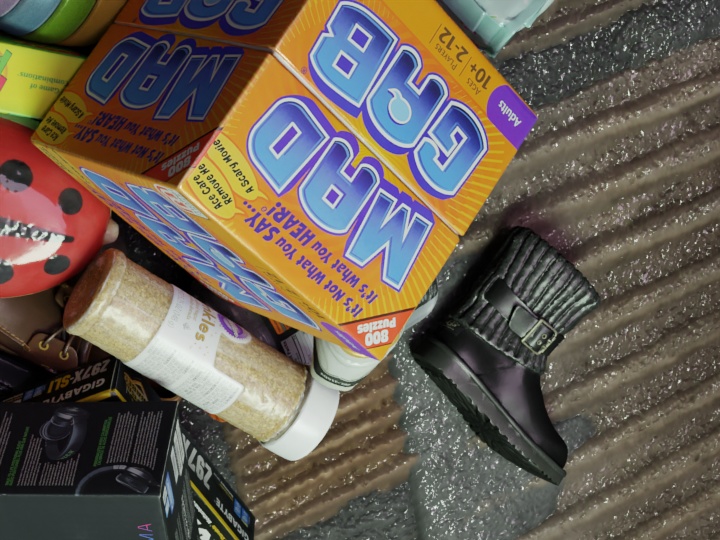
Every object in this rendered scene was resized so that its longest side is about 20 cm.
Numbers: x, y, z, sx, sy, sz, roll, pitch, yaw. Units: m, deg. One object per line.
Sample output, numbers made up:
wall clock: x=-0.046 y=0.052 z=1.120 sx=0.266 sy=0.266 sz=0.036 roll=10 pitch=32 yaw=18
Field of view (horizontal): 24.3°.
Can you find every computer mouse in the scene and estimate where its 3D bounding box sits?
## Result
computer mouse: x=-0.289 y=0.074 z=1.223 sx=0.200 sy=0.034 sz=0.059 roll=26 pitch=90 yaw=-35

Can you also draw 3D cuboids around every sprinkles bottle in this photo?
sprinkles bottle: x=-0.111 y=0.061 z=1.186 sx=0.200 sy=0.068 sz=0.068 roll=33 pitch=85 yaw=-23

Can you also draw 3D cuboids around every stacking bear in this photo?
stacking bear: x=-0.199 y=-0.204 z=1.159 sx=0.200 sy=0.114 sz=0.122 roll=16 pitch=95 yaw=-40

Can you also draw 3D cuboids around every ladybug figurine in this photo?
ladybug figurine: x=-0.262 y=-0.043 z=1.143 sx=0.200 sy=0.072 sz=0.136 roll=7 pitch=104 yaw=-17

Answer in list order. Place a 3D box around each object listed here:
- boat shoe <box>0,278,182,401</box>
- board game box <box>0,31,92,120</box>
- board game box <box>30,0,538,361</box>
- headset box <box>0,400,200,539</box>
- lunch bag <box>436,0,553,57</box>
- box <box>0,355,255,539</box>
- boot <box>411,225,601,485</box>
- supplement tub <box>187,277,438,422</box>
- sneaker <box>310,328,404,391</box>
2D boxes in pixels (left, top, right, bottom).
boat shoe: x=-0.212 y=0.043 z=1.228 sx=0.200 sy=0.068 sz=0.072 roll=35 pitch=72 yaw=-22
board game box: x=-0.284 y=-0.142 z=1.121 sx=0.200 sy=0.102 sz=0.048 roll=8 pitch=101 yaw=-34
board game box: x=-0.050 y=-0.094 z=1.108 sx=0.200 sy=0.200 sz=0.200 roll=42 pitch=75 yaw=-36
headset box: x=-0.221 y=0.183 z=1.171 sx=0.200 sy=0.093 sz=0.174 roll=0 pitch=129 yaw=4
lunch bag: x=0.070 y=-0.244 z=1.201 sx=0.170 sy=0.200 sz=0.122 roll=43 pitch=116 yaw=-2
box: x=-0.194 y=0.165 z=1.246 sx=0.159 sy=0.049 sz=0.200 roll=-22 pitch=125 yaw=16
boot: x=0.157 y=0.079 z=1.485 sx=0.158 sy=0.079 sz=0.211 roll=-48 pitch=123 yaw=-12
supplement tub: x=-0.049 y=0.028 z=1.310 sx=0.200 sy=0.122 sz=0.123 roll=-30 pitch=118 yaw=-22
sneaker: x=0.000 y=0.000 z=1.227 sx=0.076 sy=0.088 sz=0.200 roll=24 pitch=47 yaw=-5
